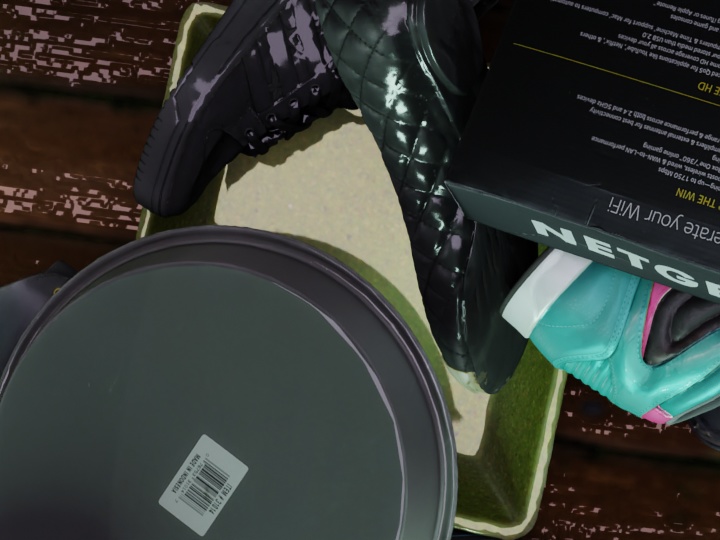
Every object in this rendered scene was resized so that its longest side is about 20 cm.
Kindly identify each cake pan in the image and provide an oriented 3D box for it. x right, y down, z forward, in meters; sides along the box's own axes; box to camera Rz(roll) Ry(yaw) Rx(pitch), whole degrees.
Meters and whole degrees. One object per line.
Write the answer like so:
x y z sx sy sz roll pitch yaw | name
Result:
-0.061 0.083 0.946 0.198 0.037 0.202 0 91 11 | cake pan

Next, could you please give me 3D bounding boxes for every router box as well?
0.150 -0.064 0.909 0.199 0.051 0.150 20 80 19 | router box

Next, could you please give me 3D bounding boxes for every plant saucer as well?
0.000 0.000 1.057 0.198 0.048 0.202 12 91 2 | plant saucer

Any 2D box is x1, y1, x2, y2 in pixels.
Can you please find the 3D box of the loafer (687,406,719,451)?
0.175 -0.021 1.035 0.071 0.063 0.202 13 86 22 | loafer

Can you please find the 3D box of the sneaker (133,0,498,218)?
-0.005 -0.091 1.003 0.104 0.060 0.201 31 89 5 | sneaker

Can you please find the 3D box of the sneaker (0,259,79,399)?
-0.079 0.038 0.998 0.198 0.075 0.107 -16 93 3 | sneaker

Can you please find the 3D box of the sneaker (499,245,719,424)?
0.167 -0.011 0.964 0.200 0.084 0.121 -44 82 0 | sneaker

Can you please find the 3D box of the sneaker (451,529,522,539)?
0.052 0.152 1.049 0.198 0.079 0.076 14 97 22 | sneaker

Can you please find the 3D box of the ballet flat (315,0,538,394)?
0.033 -0.038 0.981 0.056 0.066 0.201 6 125 35 | ballet flat
